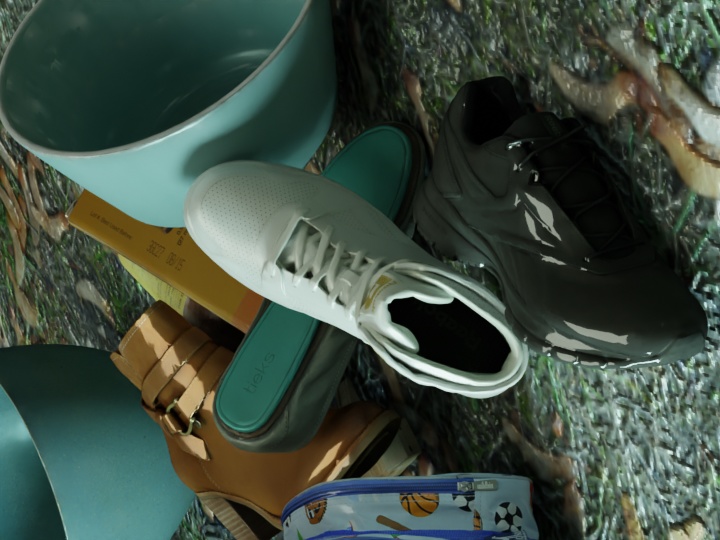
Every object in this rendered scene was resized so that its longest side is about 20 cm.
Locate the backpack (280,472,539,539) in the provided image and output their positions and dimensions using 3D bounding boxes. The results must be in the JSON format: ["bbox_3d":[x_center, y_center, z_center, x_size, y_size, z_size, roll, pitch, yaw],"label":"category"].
[{"bbox_3d":[0.016,0.190,1.347,0.200,0.189,0.155,124,138,-59],"label":"backpack"}]

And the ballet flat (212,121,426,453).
[{"bbox_3d":[-0.016,0.011,1.374,0.067,0.064,0.201,31,94,33],"label":"ballet flat"}]

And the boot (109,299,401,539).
[{"bbox_3d":[-0.067,0.075,1.465,0.156,0.077,0.200,53,153,0],"label":"boot"}]

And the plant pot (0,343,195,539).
[{"bbox_3d":[-0.191,0.136,1.775,0.200,0.134,0.201,44,144,43],"label":"plant pot"}]

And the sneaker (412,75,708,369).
[{"bbox_3d":[0.093,-0.024,1.184,0.200,0.076,0.091,40,133,41],"label":"sneaker"}]

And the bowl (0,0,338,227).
[{"bbox_3d":[-0.092,-0.101,1.383,0.201,0.201,0.105,37,163,48],"label":"bowl"}]

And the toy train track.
[{"bbox_3d":[-0.011,0.141,1.542,0.115,0.032,0.200,63,154,14],"label":"toy train track"}]

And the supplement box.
[{"bbox_3d":[-0.091,-0.013,1.502,0.200,0.067,0.069,30,178,41],"label":"supplement box"}]

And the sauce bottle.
[{"bbox_3d":[-0.090,0.017,1.572,0.200,0.066,0.066,46,145,43],"label":"sauce bottle"}]

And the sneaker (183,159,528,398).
[{"bbox_3d":[0.000,0.000,1.259,0.199,0.074,0.116,28,178,0],"label":"sneaker"}]
